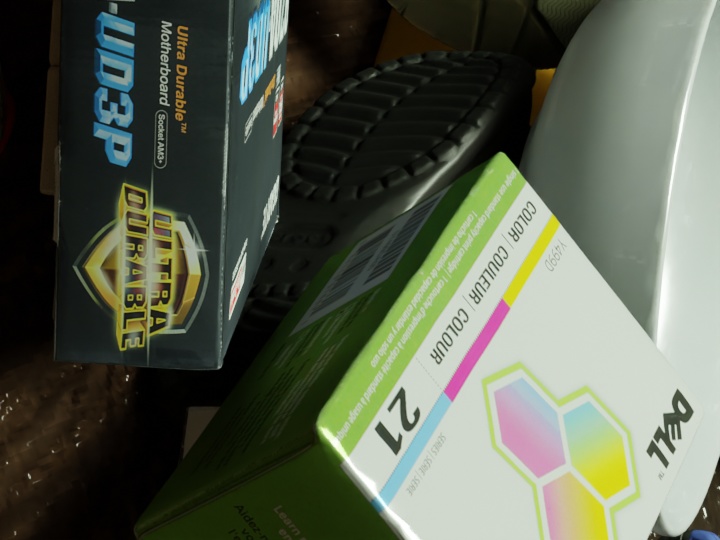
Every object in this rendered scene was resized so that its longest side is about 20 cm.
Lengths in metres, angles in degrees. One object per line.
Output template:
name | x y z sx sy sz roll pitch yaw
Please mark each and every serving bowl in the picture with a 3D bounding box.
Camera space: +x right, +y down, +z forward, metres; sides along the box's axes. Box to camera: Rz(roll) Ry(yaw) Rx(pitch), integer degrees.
serving bowl | 0.093 -0.012 0.874 0.200 0.066 0.201 7 90 -72

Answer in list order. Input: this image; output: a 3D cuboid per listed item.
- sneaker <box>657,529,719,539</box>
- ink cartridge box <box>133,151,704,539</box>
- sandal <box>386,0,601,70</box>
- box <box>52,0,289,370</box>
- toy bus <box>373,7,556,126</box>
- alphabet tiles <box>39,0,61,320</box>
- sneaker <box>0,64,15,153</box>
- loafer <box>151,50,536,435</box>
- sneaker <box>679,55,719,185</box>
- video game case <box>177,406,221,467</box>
sneaker | 0.142 0.163 0.967 0.199 0.080 0.116 26 56 -46
ink cartridge box | 0.051 0.091 0.707 0.200 0.076 0.148 50 37 -12
sandal | 0.006 -0.142 0.883 0.199 0.082 0.055 25 34 -10
box | -0.048 -0.073 0.706 0.200 0.046 0.160 -77 171 -78
toy bus | 0.060 -0.110 0.998 0.078 0.065 0.200 48 40 -30
alphabet tiles | -0.073 -0.086 0.736 0.167 0.008 0.201 9 85 -88
sneaker | -0.150 -0.112 0.696 0.085 0.077 0.201 -22 94 -77
loafer | 0.000 0.000 0.845 0.200 0.073 0.072 -51 135 -35
sneaker | 0.144 -0.031 1.034 0.112 0.077 0.201 -75 166 -56
video game case | 0.008 0.149 0.780 0.200 0.036 0.182 23 70 -50
